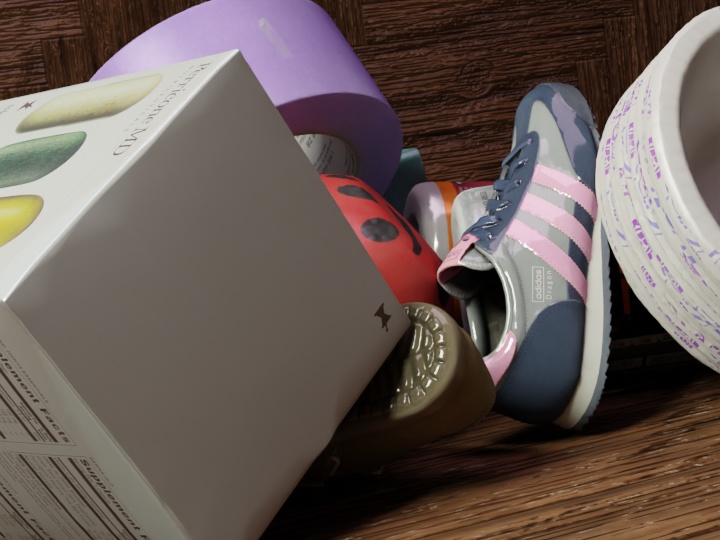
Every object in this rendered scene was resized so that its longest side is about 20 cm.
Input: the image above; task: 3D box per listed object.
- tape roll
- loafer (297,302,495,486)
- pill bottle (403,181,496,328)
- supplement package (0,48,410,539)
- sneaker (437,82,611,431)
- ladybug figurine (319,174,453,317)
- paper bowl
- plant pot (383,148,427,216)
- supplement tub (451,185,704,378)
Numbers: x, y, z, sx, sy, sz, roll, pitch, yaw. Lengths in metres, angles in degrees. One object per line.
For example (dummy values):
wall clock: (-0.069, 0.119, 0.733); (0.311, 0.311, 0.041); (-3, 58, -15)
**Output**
tape roll: (-0.079, -0.067, 0.914); (0.199, 0.085, 0.201); (-27, -26, -14)
loafer: (-0.018, 0.070, 0.723); (0.199, 0.077, 0.067); (-13, -34, 41)
pill bottle: (0.132, -0.006, 1.010); (0.198, 0.111, 0.110); (-1, 4, -9)
supplement package: (-0.118, 0.020, 0.652); (0.199, 0.151, 0.152); (-3, 40, 45)
sneaker: (0.081, -0.019, 0.782); (0.081, 0.202, 0.070); (10, -32, -15)
ladybug figurine: (0.000, 0.000, 0.834); (0.072, 0.136, 0.200); (-46, 18, 5)
paper bowl: (0.212, -0.029, 0.764); (0.199, 0.202, 0.104); (-10, -21, -26)
plant pot: (-0.052, 0.005, 1.101); (0.198, 0.143, 0.141); (-15, 7, -13)
supplement tub: (0.158, 0.000, 0.886); (0.198, 0.124, 0.123); (-8, 5, 0)
